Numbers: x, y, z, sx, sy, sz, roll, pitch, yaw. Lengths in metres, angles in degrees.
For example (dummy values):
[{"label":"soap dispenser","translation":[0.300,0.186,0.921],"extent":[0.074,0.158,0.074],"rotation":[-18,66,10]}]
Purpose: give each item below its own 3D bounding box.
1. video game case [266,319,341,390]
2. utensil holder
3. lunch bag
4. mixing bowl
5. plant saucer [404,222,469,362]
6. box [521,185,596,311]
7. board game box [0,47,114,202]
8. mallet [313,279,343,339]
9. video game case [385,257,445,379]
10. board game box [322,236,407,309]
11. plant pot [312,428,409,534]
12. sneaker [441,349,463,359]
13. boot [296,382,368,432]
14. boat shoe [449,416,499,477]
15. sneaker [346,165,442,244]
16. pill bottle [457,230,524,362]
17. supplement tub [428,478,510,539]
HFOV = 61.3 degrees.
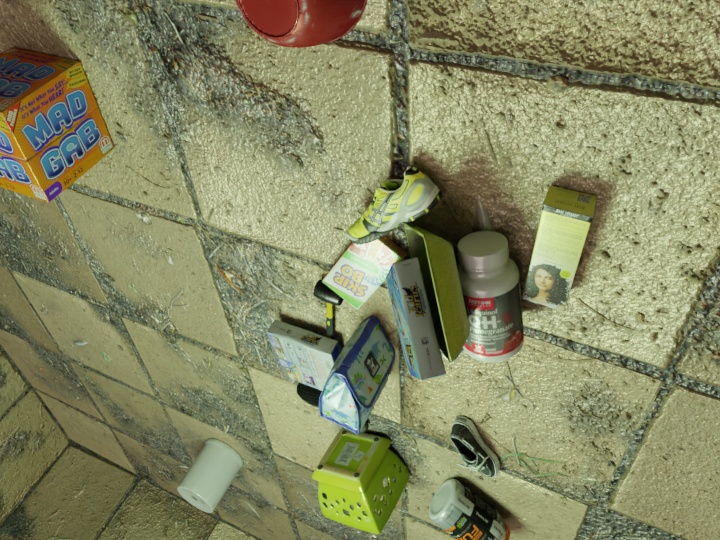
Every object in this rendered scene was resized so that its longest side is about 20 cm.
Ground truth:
[{"label":"video game case","translation":[-0.122,0.218,1.485],"extent":[0.178,0.046,0.202],"rotation":[15,143,22]},{"label":"utensil holder","translation":[-0.552,0.754,2.234],"extent":[0.167,0.201,0.172],"rotation":[20,140,17]},{"label":"lunch bag","translation":[-0.006,0.221,1.316],"extent":[0.125,0.171,0.203],"rotation":[18,138,18]},{"label":"mixing bowl","translation":[-0.097,-0.380,0.809],"extent":[0.196,0.109,0.203],"rotation":[19,139,17]},{"label":"plant saucer","translation":[0.128,0.023,0.999],"extent":[0.047,0.200,0.205],"rotation":[-13,100,-2]},{"label":"box","translation":[0.303,-0.029,0.934],"extent":[0.074,0.050,0.203],"rotation":[16,137,20]},{"label":"board game box","translation":[-0.668,-0.297,1.227],"extent":[0.196,0.201,0.203],"rotation":[16,139,20]},{"label":"mallet","translation":[-0.077,0.092,1.344],"extent":[0.065,0.042,0.202],"rotation":[25,145,8]},{"label":"video game case","translation":[0.088,0.085,1.027],"extent":[0.044,0.185,0.200],"rotation":[-14,173,-2]},{"label":"board game box","translation":[0.000,0.000,1.181],"extent":[0.095,0.030,0.200],"rotation":[37,136,-4]},{"label":"plant pot","translation":[-0.007,0.554,1.649],"extent":[0.195,0.201,0.184],"rotation":[3,127,34]},{"label":"sneaker","translation":[0.180,0.084,1.117],"extent":[0.074,0.077,0.203],"rotation":[13,134,26]},{"label":"boot","translation":[-0.076,0.367,1.606],"extent":[0.196,0.068,0.132],"rotation":[18,145,21]},{"label":"boat shoe","translation":[0.266,0.432,1.423],"extent":[0.072,0.069,0.201],"rotation":[-3,129,37]},{"label":"sneaker","translation":[0.045,-0.110,1.026],"extent":[0.198,0.076,0.077],"rotation":[-28,105,37]},{"label":"pill bottle","translation":[0.212,0.042,1.013],"extent":[0.109,0.111,0.204],"rotation":[6,125,30]},{"label":"supplement tub","translation":[0.287,0.653,1.593],"extent":[0.199,0.123,0.123],"rotation":[37,142,-5]}]
